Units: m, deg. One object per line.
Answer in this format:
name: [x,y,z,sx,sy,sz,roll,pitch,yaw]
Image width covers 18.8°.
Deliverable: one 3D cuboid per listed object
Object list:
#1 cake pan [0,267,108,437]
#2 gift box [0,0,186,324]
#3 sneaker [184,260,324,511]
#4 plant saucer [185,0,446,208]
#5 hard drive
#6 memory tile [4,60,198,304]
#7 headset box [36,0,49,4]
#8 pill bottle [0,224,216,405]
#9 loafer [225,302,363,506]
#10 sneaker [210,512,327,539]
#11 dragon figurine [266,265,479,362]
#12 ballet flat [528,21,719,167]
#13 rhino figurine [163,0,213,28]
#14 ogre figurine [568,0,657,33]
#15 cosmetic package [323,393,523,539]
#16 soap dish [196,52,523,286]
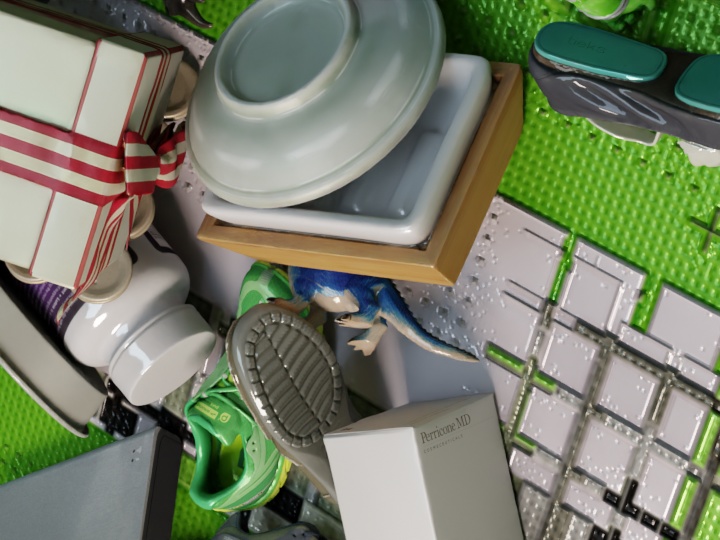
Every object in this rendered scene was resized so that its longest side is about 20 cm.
cake pan: [-0.264,0.042,1.680,0.037,0.200,0.200,-40,72,-1]
gift box: [-0.220,-0.082,1.481,0.186,0.185,0.201,17,104,2]
sneaker: [-0.081,0.092,1.600,0.074,0.083,0.201,23,113,32]
plant saucer: [-0.041,-0.136,1.449,0.199,0.050,0.201,-18,49,22]
hard drive: [-0.226,0.215,1.729,0.199,0.033,0.140,-22,51,39]
memory tile: [-0.214,-0.082,1.616,0.152,0.017,0.201,16,74,11]
headset box: [-0.286,-0.276,1.612,0.174,0.092,0.201,-35,62,53]
pill bottle: [-0.200,0.002,1.653,0.200,0.111,0.112,49,125,18]
loafer: [-0.046,0.100,1.540,0.069,0.075,0.201,17,145,46]
sneaker: [-0.033,0.230,1.601,0.199,0.074,0.081,14,69,18]
dragon figurine: [0.000,0.000,1.518,0.199,0.059,0.100,13,69,30]
ballet flat: [0.198,-0.105,1.360,0.199,0.073,0.074,17,110,27]
rhino figurine: [-0.151,-0.268,1.588,0.087,0.060,0.201,-26,85,41]
ogre figurine: [0.176,-0.229,1.307,0.200,0.120,0.099,-37,77,36]
cosmetic package: [0.053,0.196,1.508,0.084,0.107,0.201,-8,97,38]
soap dish: [0.004,-0.070,1.462,0.199,0.081,0.158,8,63,36]
